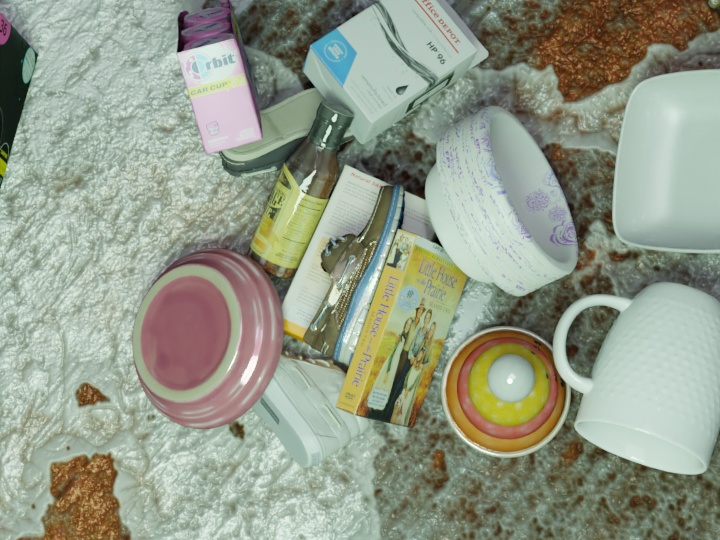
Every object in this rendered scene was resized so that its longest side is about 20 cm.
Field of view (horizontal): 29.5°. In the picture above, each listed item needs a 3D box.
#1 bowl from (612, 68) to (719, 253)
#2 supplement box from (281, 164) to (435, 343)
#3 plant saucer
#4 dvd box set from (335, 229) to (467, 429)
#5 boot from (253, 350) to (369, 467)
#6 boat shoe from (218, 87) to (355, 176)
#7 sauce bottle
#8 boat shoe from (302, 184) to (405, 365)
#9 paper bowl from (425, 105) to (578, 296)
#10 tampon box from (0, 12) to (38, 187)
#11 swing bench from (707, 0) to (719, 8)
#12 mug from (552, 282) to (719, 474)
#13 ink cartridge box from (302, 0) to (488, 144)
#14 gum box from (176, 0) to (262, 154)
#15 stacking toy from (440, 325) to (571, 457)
[{"bbox_3d":[0.382,-0.116,1.509,0.199,0.074,0.202,5,87,45],"label":"bowl"},{"bbox_3d":[0.000,0.000,1.542,0.125,0.074,0.201,24,83,5],"label":"supplement box"},{"bbox_3d":[-0.178,0.072,1.506,0.199,0.051,0.202,-7,76,30],"label":"plant saucer"},{"bbox_3d":[0.050,0.067,1.487,0.029,0.146,0.201,18,87,30],"label":"dvd box set"},{"bbox_3d":[-0.076,0.122,1.538,0.095,0.074,0.200,-27,70,-29],"label":"boot"},{"bbox_3d":[-0.070,-0.157,1.577,0.199,0.063,0.073,-18,62,-19],"label":"boat shoe"},{"bbox_3d":[-0.065,-0.091,1.530,0.066,0.066,0.201,25,104,6],"label":"sauce bottle"},{"bbox_3d":[-0.008,-0.004,1.469,0.072,0.072,0.201,18,82,7],"label":"boat shoe"},{"bbox_3d":[0.146,-0.069,1.491,0.104,0.200,0.202,-27,80,27],"label":"paper bowl"},{"bbox_3d":[-0.465,-0.187,1.548,0.125,0.150,0.201,12,82,4],"label":"tampon box"},{"bbox_3d":[0.492,-0.268,1.502,0.129,0.199,0.201,-19,82,-1],"label":"swing bench"},{"bbox_3d":[0.303,0.100,1.477,0.199,0.148,0.176,22,74,-1],"label":"mug"},{"bbox_3d":[0.049,-0.250,1.558,0.200,0.068,0.116,-36,82,-19],"label":"ink cartridge box"},{"bbox_3d":[-0.156,-0.219,1.512,0.066,0.200,0.114,-15,114,0],"label":"gum box"},{"bbox_3d":[0.159,0.125,1.453,0.145,0.200,0.147,0,82,3],"label":"stacking toy"}]
